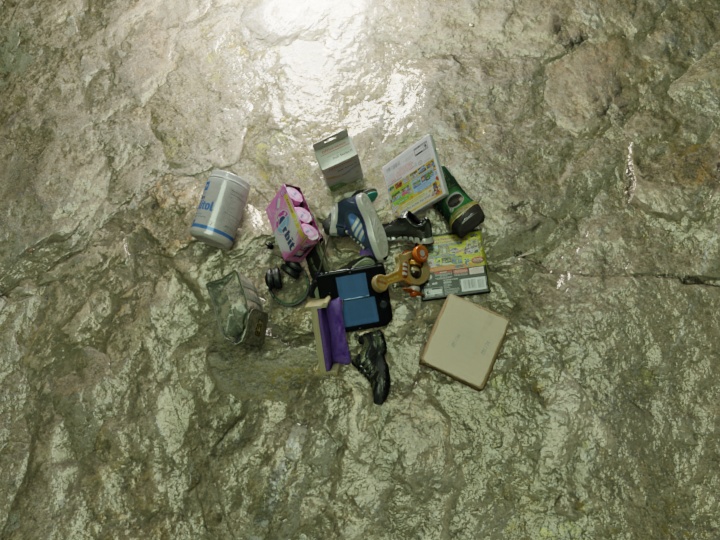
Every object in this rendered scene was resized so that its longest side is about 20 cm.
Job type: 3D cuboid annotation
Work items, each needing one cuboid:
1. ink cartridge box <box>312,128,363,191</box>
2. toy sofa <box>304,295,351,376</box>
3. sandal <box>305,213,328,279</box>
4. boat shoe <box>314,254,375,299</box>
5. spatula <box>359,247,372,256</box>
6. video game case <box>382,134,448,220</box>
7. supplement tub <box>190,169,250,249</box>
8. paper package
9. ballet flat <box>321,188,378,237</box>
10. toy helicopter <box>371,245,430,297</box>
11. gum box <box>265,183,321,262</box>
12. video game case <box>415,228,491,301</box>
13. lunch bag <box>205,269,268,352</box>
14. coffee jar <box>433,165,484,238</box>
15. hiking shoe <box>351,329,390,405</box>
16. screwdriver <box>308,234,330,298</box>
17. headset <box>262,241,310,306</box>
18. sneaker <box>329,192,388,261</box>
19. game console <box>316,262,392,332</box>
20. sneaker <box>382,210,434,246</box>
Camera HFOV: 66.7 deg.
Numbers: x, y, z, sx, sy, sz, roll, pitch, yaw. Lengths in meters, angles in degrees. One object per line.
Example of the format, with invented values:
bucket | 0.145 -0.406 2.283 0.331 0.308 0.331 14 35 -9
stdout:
ink cartridge box | -0.063 -0.315 1.581 0.115 0.200 0.069 -24 75 1
toy sofa | -0.086 0.178 1.494 0.095 0.083 0.206 -7 99 7
sandal | -0.130 -0.063 1.607 0.078 0.057 0.207 -12 92 39
boat shoe | -0.041 0.023 1.556 0.198 0.061 0.073 -29 105 12
spatula | 0.000 0.000 1.591 0.055 0.021 0.204 24 82 10
video game case | 0.154 -0.259 1.570 0.198 0.023 0.187 -28 69 43
supplement tub | -0.417 -0.180 1.631 0.128 0.132 0.205 13 79 10
paper package | 0.279 0.195 1.468 0.187 0.104 0.204 23 80 10
ballet flat | -0.039 -0.188 1.620 0.199 0.068 0.069 -42 63 -4
toy helicopter | 0.113 0.022 1.491 0.197 0.078 0.135 -20 91 -33
gum box | -0.194 -0.132 1.577 0.114 0.065 0.203 -45 57 33
video game case | 0.261 -0.015 1.560 0.194 0.026 0.186 -8 76 6
lunch bag | -0.333 0.122 1.531 0.115 0.164 0.204 -23 75 3
coffee jar | 0.262 -0.193 1.557 0.103 0.085 0.202 -35 66 1
hiking shoe | 0.027 0.269 1.506 0.098 0.076 0.205 -9 67 14
screwdriver | -0.113 -0.012 1.556 0.027 0.029 0.204 17 110 0
headset | -0.227 0.008 1.605 0.122 0.094 0.203 -29 90 -5
sneaker | -0.015 -0.105 1.549 0.144 0.080 0.205 -20 93 30
game console | -0.015 0.080 1.526 0.194 0.031 0.182 -9 108 5
sneaker | 0.117 -0.128 1.558 0.195 0.066 0.093 9 113 24
